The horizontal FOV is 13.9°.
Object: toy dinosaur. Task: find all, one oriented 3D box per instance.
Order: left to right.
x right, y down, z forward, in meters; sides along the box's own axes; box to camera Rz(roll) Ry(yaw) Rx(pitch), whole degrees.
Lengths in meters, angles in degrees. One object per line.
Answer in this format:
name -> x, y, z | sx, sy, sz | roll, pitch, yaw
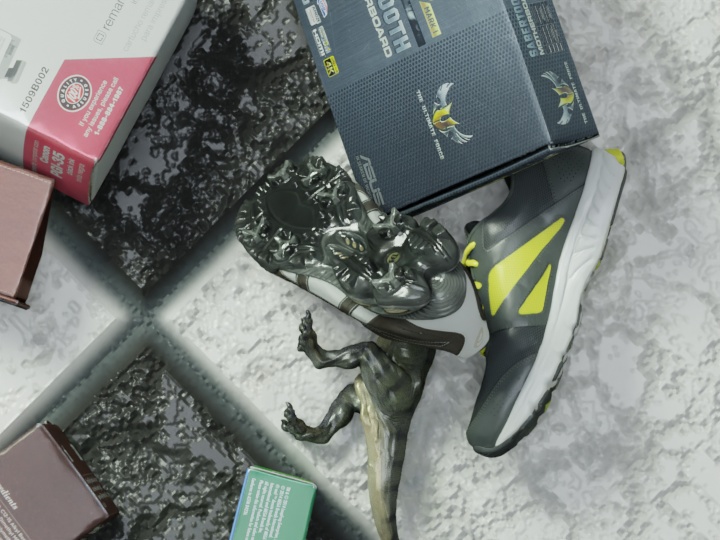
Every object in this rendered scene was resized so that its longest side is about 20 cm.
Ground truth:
toy dinosaur -> 0.001, 0.070, 1.758 | 0.088, 0.047, 0.201 | 9, 89, -7

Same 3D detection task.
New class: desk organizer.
desk organizer -> -0.281, -0.046, 1.743 | 0.199, 0.072, 0.077 | 19, 87, 0

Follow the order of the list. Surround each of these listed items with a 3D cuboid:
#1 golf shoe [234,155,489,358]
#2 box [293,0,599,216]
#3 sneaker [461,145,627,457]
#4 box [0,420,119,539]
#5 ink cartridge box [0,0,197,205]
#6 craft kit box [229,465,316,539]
golf shoe -> 0.000, 0.000, 1.715 | 0.078, 0.200, 0.095 | -46, 128, -8
box -> 0.040, -0.143, 1.720 | 0.051, 0.157, 0.201 | -17, 87, -46
sneaker -> 0.093, 0.013, 1.755 | 0.084, 0.075, 0.201 | 19, 77, 6
box -> -0.241, 0.175, 1.718 | 0.200, 0.100, 0.075 | -39, 88, -2
ink cartridge box -> -0.213, -0.153, 1.733 | 0.199, 0.083, 0.147 | 27, 73, 1
craft kit box -> -0.068, 0.212, 1.670 | 0.048, 0.198, 0.201 | 14, 87, -3
